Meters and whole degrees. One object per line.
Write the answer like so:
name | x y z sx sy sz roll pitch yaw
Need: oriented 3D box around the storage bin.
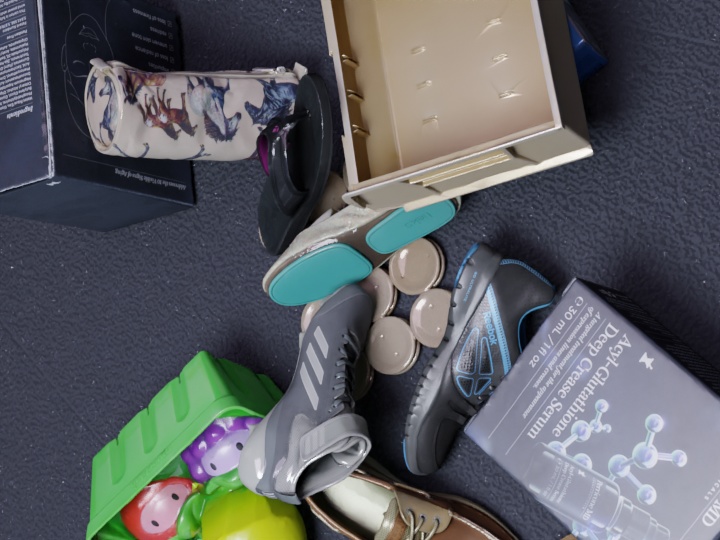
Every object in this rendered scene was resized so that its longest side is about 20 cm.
storage bin | 0.063 -0.167 1.068 0.197 0.093 0.203 -16 75 26

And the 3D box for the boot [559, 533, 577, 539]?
boot | 0.139 0.282 1.079 0.200 0.073 0.076 -47 35 24

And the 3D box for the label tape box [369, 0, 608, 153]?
label tape box | 0.093 -0.212 1.151 0.143 0.066 0.201 -38 65 20

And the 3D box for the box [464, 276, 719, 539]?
box | 0.205 0.127 1.022 0.200 0.107 0.149 41 104 26

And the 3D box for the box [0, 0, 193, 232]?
box | -0.266 -0.153 1.274 0.123 0.199 0.199 -14 77 29

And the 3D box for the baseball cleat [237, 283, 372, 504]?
baseball cleat | -0.019 0.104 1.126 0.106 0.070 0.201 12 63 36

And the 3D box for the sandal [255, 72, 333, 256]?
sandal | -0.065 -0.080 1.156 0.201 0.047 0.076 112 142 -48

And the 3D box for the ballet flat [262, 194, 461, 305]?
ballet flat | 0.002 -0.035 1.177 0.198 0.067 0.063 -27 44 21

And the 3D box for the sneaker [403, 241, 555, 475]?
sneaker | 0.092 0.083 1.113 0.081 0.073 0.202 21 107 6

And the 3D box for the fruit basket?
fruit basket | -0.122 0.205 1.192 0.214 0.155 0.218 -19 59 35

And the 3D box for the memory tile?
memory tile | 0.000 0.000 1.208 0.153 0.017 0.202 -33 69 23

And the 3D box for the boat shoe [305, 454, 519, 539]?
boat shoe | 0.034 0.210 1.119 0.198 0.074 0.077 22 96 18

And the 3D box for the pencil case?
pencil case | -0.142 -0.142 1.204 0.078 0.198 0.091 30 117 57
